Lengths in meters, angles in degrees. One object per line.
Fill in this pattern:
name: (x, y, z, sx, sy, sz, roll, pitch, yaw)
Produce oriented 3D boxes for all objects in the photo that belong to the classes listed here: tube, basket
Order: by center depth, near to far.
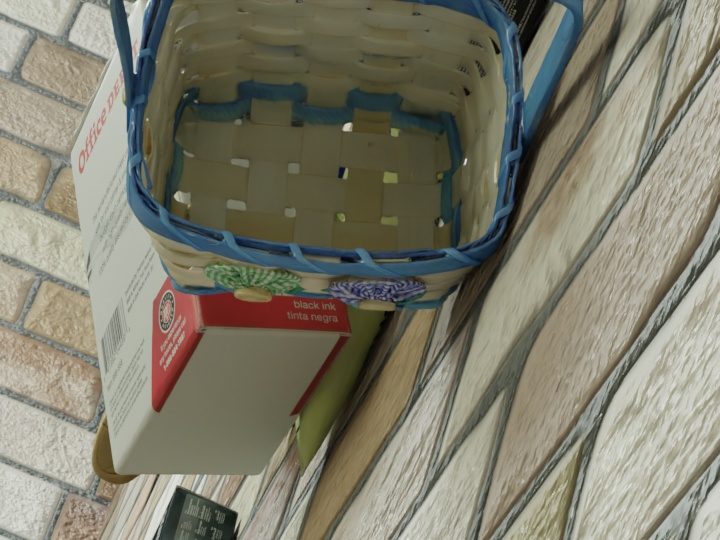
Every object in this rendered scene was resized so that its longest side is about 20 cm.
basket: (-0.009, -0.065, 1.038, 0.200, 0.175, 0.140, 96, 177, -59)
tube: (0.000, 0.000, 1.301, 0.058, 0.052, 0.201, -18, -45, -54)

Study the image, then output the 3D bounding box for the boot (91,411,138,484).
boot: (-0.219, 0.129, 2.714, 0.155, 0.072, 0.201, 150, 144, -80)

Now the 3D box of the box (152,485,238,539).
box: (-0.131, 0.242, 1.561, 0.200, 0.046, 0.160, -80, 14, -69)

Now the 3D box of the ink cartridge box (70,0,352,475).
ink cartridge box: (-0.081, -0.017, 1.328, 0.145, 0.083, 0.201, 123, 142, -50)

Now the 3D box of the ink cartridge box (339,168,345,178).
ink cartridge box: (-0.049, 0.004, 1.482, 0.200, 0.093, 0.044, 119, 170, -45)

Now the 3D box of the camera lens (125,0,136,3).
camera lens: (-0.058, -0.222, 1.428, 0.160, 0.199, 0.161, -17, -70, -56)

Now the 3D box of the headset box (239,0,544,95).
headset box: (0.000, -0.182, 1.213, 0.075, 0.199, 0.149, -83, 17, -71)
